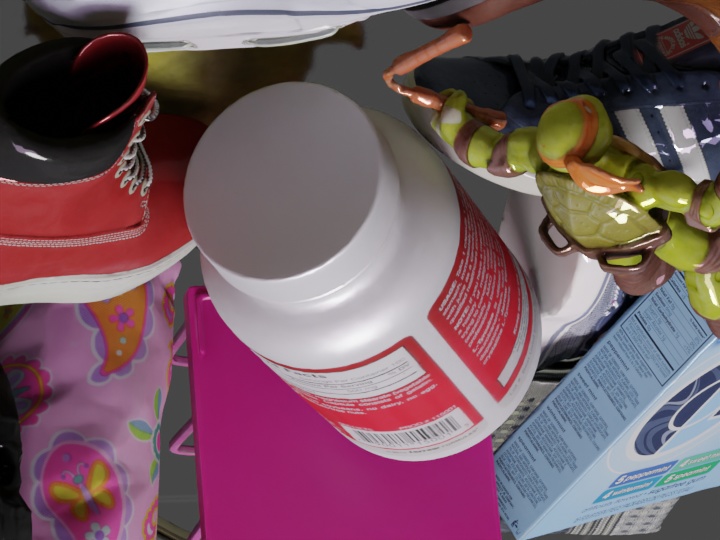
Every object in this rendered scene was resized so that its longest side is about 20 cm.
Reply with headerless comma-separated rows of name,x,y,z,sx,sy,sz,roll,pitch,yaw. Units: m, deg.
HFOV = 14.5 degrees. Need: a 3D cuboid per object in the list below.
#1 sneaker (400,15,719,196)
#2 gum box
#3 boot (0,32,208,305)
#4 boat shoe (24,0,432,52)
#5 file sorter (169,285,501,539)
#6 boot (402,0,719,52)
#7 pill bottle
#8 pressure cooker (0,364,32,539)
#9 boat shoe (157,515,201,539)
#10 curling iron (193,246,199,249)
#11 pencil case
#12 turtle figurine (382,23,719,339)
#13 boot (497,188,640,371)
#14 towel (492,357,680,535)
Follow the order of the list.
sneaker,0.117,-0.078,1.191,0.199,0.075,0.085,7,129,-21
gum box,0.171,0.040,1.336,0.169,0.045,0.200,-9,148,-47
boot,-0.095,-0.049,1.117,0.199,0.073,0.144,-17,162,-50
boat shoe,-0.030,-0.122,1.071,0.198,0.074,0.067,-2,159,11
file sorter,-0.017,0.119,1.339,0.138,0.202,0.125,-2,165,-14
boot,0.135,-0.099,1.122,0.188,0.069,0.200,-31,133,11
pill bottle,0.000,0.000,1.190,0.112,0.113,0.200,-16,155,13
pressure cooker,-0.246,0.098,1.101,0.199,0.180,0.176,0,172,-30
boat shoe,-0.131,0.174,1.551,0.199,0.069,0.075,15,143,-36
curling iron,-0.084,-0.029,1.251,0.199,0.026,0.049,17,145,-40
pencil case,-0.128,0.083,1.254,0.087,0.202,0.087,3,166,1
turtle figurine,0.111,-0.025,1.094,0.199,0.065,0.161,9,161,34
boot,0.114,-0.007,1.303,0.090,0.073,0.200,-9,166,-12
towel,0.099,0.090,1.519,0.191,0.035,0.200,2,151,-13
